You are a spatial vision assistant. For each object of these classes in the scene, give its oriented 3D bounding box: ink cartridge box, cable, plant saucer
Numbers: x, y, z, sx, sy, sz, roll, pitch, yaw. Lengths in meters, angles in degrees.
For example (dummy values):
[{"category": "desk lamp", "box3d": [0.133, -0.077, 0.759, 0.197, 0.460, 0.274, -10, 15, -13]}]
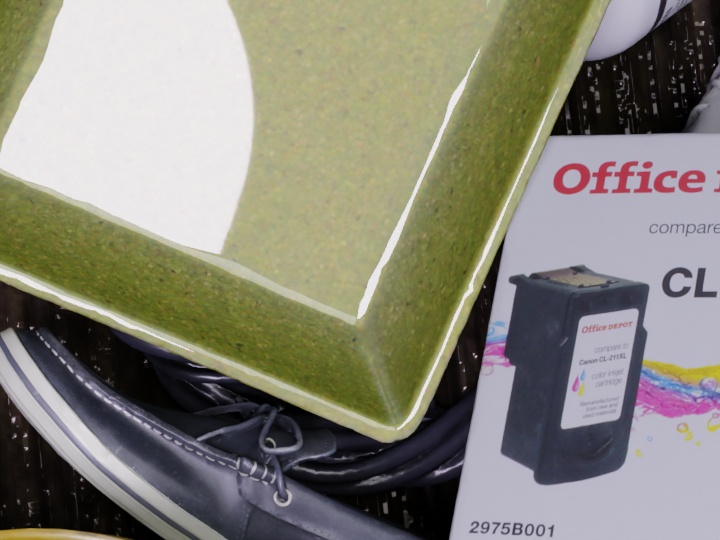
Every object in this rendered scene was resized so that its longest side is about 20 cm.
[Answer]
[{"category": "ink cartridge box", "box3d": [0.114, 0.057, 0.806, 0.083, 0.145, 0.201, 46, 50, -55]}, {"category": "cable", "box3d": [0.000, 0.000, 0.893, 0.200, 0.051, 0.163, 43, 70, -10]}, {"category": "plant saucer", "box3d": [-0.036, -0.071, 0.827, 0.199, 0.048, 0.200, 23, 96, -7]}]

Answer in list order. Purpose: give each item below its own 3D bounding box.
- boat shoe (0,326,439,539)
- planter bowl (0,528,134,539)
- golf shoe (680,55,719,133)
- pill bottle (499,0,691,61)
[{"category": "boat shoe", "box3d": [-0.038, 0.073, 0.830, 0.200, 0.075, 0.062, 35, 87, -8]}, {"category": "planter bowl", "box3d": [-0.082, 0.156, 0.800, 0.200, 0.083, 0.201, 4, 112, 9]}, {"category": "golf shoe", "box3d": [0.164, -0.071, 0.964, 0.200, 0.075, 0.092, -29, 77, -24]}, {"category": "pill bottle", "box3d": [0.104, -0.156, 0.923, 0.200, 0.112, 0.113, -37, 95, -21]}]
